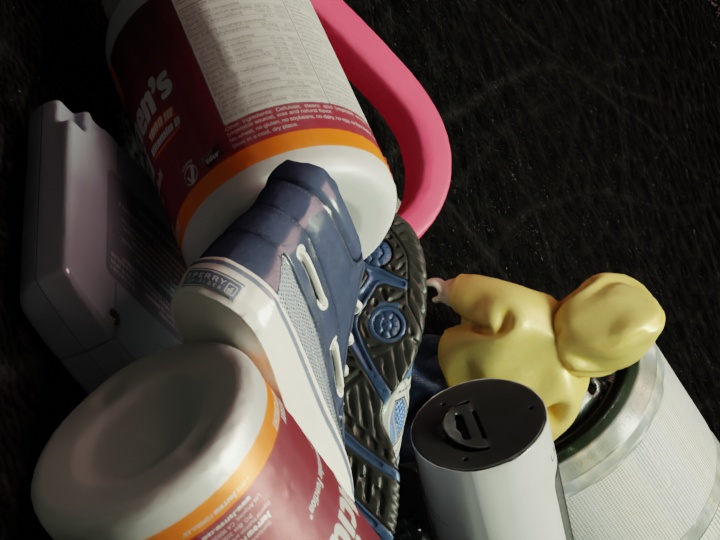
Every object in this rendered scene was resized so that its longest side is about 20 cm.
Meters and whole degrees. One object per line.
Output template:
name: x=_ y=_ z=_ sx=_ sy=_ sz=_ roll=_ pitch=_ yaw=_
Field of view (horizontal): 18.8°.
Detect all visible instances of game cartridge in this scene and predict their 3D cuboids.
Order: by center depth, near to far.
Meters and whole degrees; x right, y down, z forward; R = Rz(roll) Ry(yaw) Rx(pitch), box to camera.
game cartridge: x=-0.101 y=0.023 z=1.071 sx=0.200 sy=0.040 sz=0.133 roll=49 pitch=23 yaw=-43

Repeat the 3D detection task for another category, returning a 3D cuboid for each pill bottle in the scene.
pill bottle: x=-0.047 y=0.138 z=0.970 sx=0.200 sy=0.114 sz=0.114 roll=57 pitch=22 yaw=-30
pill bottle: x=-0.065 y=-0.092 z=1.093 sx=0.110 sy=0.110 sz=0.200 roll=38 pitch=24 yaw=-55

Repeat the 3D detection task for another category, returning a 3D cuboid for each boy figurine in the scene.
boy figurine: x=0.083 y=0.051 z=1.284 sx=0.124 sy=0.200 sz=0.064 roll=60 pitch=20 yaw=-12

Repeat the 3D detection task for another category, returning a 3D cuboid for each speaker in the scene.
speaker: x=0.085 y=0.161 z=1.272 sx=0.081 sy=0.081 sz=0.200 roll=-84 pitch=163 yaw=-53

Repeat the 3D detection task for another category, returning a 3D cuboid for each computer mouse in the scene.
computer mouse: x=0.040 y=0.211 z=1.262 sx=0.059 sy=0.034 sz=0.200 roll=82 pitch=-6 yaw=-83

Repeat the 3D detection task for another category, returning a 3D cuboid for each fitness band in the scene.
fitness band: x=-0.037 y=-0.089 z=1.214 sx=0.200 sy=0.037 sz=0.144 roll=47 pitch=54 yaw=-3

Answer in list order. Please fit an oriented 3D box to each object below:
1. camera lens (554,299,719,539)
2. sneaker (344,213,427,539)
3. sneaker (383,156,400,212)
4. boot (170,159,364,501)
camera lens: x=0.153 y=0.130 z=1.442 sx=0.200 sy=0.160 sz=0.160 roll=54 pitch=24 yaw=-37
sneaker: x=-0.011 y=0.064 z=1.160 sx=0.077 sy=0.076 sz=0.200 roll=123 pitch=-23 yaw=-76
sneaker: x=0.000 y=0.000 z=1.300 sx=0.082 sy=0.078 sz=0.200 roll=63 pitch=20 yaw=-18
boot: x=-0.024 y=0.044 z=1.021 sx=0.090 sy=0.073 sz=0.200 roll=-54 pitch=150 yaw=-30
